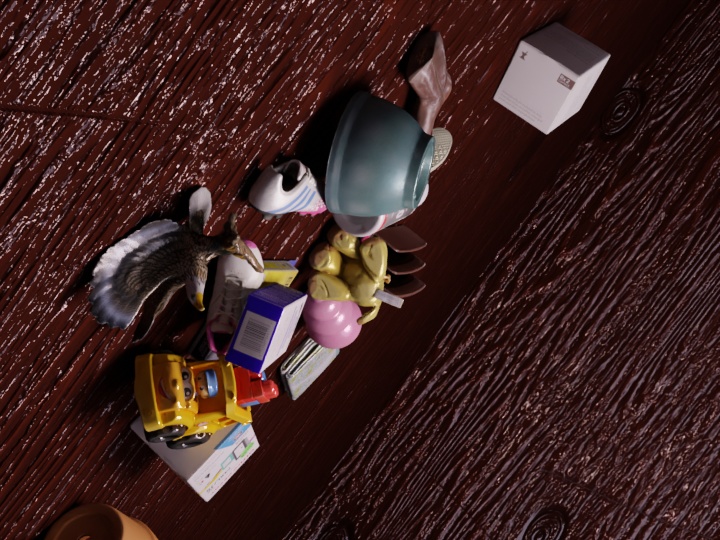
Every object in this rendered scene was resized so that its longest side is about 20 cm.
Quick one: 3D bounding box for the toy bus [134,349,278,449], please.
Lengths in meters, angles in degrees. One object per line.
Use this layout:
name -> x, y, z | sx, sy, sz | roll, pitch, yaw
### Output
toy bus -> -0.231, 0.187, 1.145 | 0.192, 0.136, 0.200 | -13, 160, 4

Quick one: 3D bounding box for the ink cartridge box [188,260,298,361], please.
ink cartridge box -> -0.192, 0.070, 1.319 | 0.198, 0.047, 0.200 | -57, 161, 12

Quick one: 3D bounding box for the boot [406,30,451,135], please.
boot -> 0.101, -0.302, 1.304 | 0.187, 0.064, 0.200 | -65, 167, -3

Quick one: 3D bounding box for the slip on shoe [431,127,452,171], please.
slip on shoe -> 0.114, -0.215, 1.535 | 0.200, 0.074, 0.061 | -52, -174, -4

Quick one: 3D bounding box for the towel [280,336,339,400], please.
towel -> -0.124, 0.222, 1.818 | 0.171, 0.048, 0.200 | -44, 162, -18

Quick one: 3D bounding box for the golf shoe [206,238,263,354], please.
golf shoe -> -0.196, 0.045, 1.140 | 0.092, 0.075, 0.200 | -87, -169, -54

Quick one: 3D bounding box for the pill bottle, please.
pill bottle -> 0.042, -0.142, 1.390 | 0.200, 0.114, 0.114 | -30, 152, -53

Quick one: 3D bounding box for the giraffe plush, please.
giraffe plush -> 0.000, 0.000, 1.487 | 0.173, 0.200, 0.162 | -51, -177, 11

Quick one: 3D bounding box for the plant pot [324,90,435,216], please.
plant pot -> 0.041, -0.171, 1.182 | 0.200, 0.134, 0.201 | 17, 90, -79

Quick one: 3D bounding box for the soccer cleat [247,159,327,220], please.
soccer cleat -> -0.090, -0.129, 1.131 | 0.200, 0.070, 0.086 | -22, 146, -60

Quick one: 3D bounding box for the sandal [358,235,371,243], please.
sandal -> 0.016, -0.084, 1.561 | 0.075, 0.045, 0.200 | -42, 161, -29

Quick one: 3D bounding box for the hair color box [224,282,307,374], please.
hair color box -> -0.146, 0.086, 1.181 | 0.200, 0.065, 0.109 | -22, 134, -83

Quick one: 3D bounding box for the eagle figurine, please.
eagle figurine -> -0.240, 0.000, 0.953 | 0.200, 0.151, 0.152 | -23, 117, 0

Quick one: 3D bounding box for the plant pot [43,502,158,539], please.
plant pot -> -0.449, 0.491, 1.263 | 0.200, 0.200, 0.140 | -42, 144, -33

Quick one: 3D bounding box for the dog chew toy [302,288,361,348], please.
dog chew toy -> -0.067, 0.088, 1.574 | 0.125, 0.124, 0.200 | -49, 155, -13

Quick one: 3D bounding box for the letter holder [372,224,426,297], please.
letter holder -> 0.094, -0.021, 1.730 | 0.101, 0.142, 0.200 | -58, 163, 20

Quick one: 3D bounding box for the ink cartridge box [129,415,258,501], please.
ink cartridge box -> -0.291, 0.298, 1.335 | 0.147, 0.146, 0.200 | -46, 163, -20

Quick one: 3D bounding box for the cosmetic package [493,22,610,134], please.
cosmetic package -> 0.455, -0.461, 1.767 | 0.200, 0.165, 0.165 | -36, 157, -42
